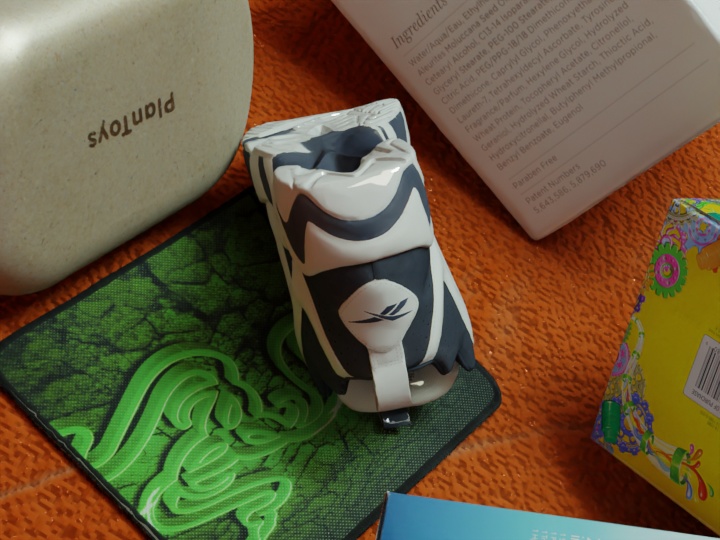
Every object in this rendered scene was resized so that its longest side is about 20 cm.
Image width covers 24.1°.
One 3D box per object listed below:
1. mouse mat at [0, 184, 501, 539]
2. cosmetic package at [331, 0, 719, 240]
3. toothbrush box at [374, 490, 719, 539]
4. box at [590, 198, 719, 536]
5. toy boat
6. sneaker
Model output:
[{"bbox_3d":[-0.042,0.047,0.736,0.161,0.008,0.200,42,45,11],"label":"mouse mat"},{"bbox_3d":[0.110,-0.162,0.859,0.200,0.165,0.165,49,45,-6],"label":"cosmetic package"},{"bbox_3d":[0.099,0.158,0.561,0.198,0.147,0.086,7,51,8],"label":"toothbrush box"},{"bbox_3d":[0.246,0.064,0.728,0.192,0.123,0.200,-1,26,-38],"label":"box"},{"bbox_3d":[-0.140,-0.082,0.736,0.130,0.131,0.200,19,35,32],"label":"toy boat"},{"bbox_3d":[0.000,0.000,0.752,0.079,0.131,0.199,-12,15,-9],"label":"sneaker"}]
